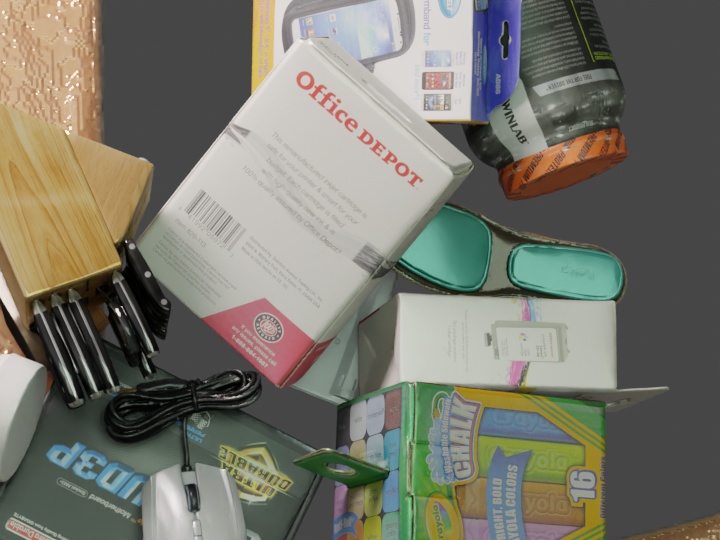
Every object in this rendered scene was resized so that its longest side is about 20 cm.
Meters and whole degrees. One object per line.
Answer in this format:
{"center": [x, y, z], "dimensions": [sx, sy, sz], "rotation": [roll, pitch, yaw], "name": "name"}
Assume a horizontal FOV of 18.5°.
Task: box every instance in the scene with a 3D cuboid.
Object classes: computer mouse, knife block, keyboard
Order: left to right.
{"center": [-0.213, -0.004, 1.472], "dimensions": [0.199, 0.064, 0.176], "rotation": [22, 66, 0], "name": "knife block"}
{"center": [-0.111, 0.168, 1.500], "dimensions": [0.109, 0.044, 0.201], "rotation": [-5, 79, -13], "name": "computer mouse"}
{"center": [0.000, 0.000, 1.626], "dimensions": [0.056, 0.011, 0.201], "rotation": [20, 75, 0], "name": "keyboard"}

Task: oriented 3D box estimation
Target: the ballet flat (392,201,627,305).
{"center": [0.093, -0.003, 1.612], "dimensions": [0.199, 0.067, 0.068], "rotation": [17, 77, -5], "name": "ballet flat"}

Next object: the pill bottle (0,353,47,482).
{"center": [-0.316, 0.070, 1.482], "dimensions": [0.199, 0.112, 0.113], "rotation": [19, 75, 4], "name": "pill bottle"}

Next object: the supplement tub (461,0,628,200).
{"center": [0.119, -0.161, 1.624], "dimensions": [0.122, 0.123, 0.201], "rotation": [-17, 81, -14], "name": "supplement tub"}

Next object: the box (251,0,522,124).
{"center": [0.017, -0.164, 1.582], "dimensions": [0.199, 0.041, 0.120], "rotation": [1, 91, 27], "name": "box"}

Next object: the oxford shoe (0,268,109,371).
{"center": [-0.241, -0.025, 1.546], "dimensions": [0.071, 0.071, 0.200], "rotation": [-29, 75, -13], "name": "oxford shoe"}

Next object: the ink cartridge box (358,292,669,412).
{"center": [0.108, 0.061, 1.573], "dimensions": [0.199, 0.116, 0.068], "rotation": [3, 78, -15], "name": "ink cartridge box"}

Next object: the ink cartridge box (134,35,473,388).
{"center": [-0.038, -0.043, 1.538], "dimensions": [0.146, 0.083, 0.200], "rotation": [42, 105, 6], "name": "ink cartridge box"}

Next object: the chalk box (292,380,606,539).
{"center": [0.055, 0.149, 1.520], "dimensions": [0.199, 0.124, 0.124], "rotation": [7, 76, -24], "name": "chalk box"}

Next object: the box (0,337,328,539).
{"center": [-0.144, 0.157, 1.544], "dimensions": [0.199, 0.046, 0.159], "rotation": [28, 74, -4], "name": "box"}
